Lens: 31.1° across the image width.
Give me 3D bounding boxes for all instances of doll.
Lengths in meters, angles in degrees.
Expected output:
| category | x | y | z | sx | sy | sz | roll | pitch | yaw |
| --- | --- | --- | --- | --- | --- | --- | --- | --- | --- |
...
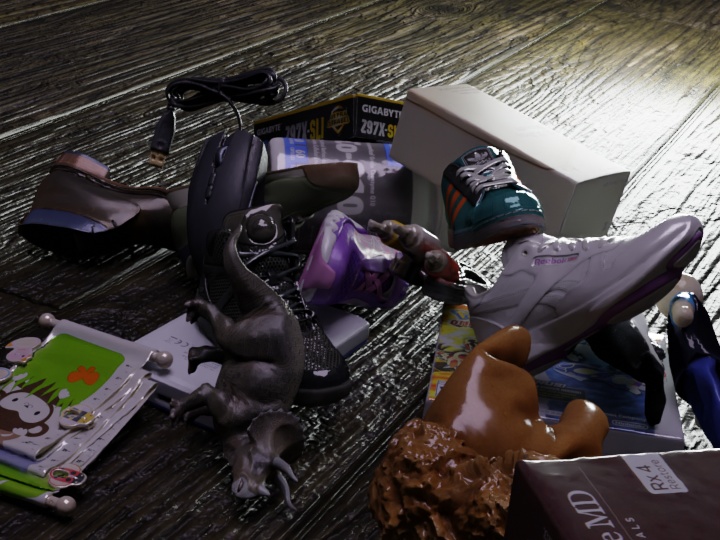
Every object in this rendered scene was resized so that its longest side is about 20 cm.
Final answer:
| category | x | y | z | sx | sy | sz | roll | pitch | yaw |
| --- | --- | --- | --- | --- | --- | --- | --- | --- | --- |
| doll | 0.266 | 0.082 | 1.002 | 0.048 | 0.137 | 0.202 | -17 | 46 | 8 |

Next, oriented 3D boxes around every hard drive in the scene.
| category | x | y | z | sx | sy | sz | roll | pitch | yaw |
| --- | --- | --- | --- | --- | --- | --- | --- | --- | --- |
| hard drive | -0.098 | 0.066 | 1.065 | 0.130 | 0.026 | 0.199 | 19 | 27 | 25 |

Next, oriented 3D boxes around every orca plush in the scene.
| category | x | y | z | sx | sy | sz | roll | pitch | yaw |
| --- | --- | --- | --- | --- | --- | --- | --- | --- | --- |
| orca plush | 0.194 | 0.059 | 1.032 | 0.071 | 0.105 | 0.201 | -35 | 33 | 14 |

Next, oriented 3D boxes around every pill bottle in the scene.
| category | x | y | z | sx | sy | sz | roll | pitch | yaw |
| --- | --- | --- | --- | --- | --- | --- | --- | --- | --- |
| pill bottle | 0.004 | -0.070 | 1.285 | 0.196 | 0.116 | 0.114 | 2 | 24 | -9 |

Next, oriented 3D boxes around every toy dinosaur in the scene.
| category | x | y | z | sx | sy | sz | roll | pitch | yaw |
| --- | --- | --- | --- | --- | --- | --- | --- | --- | --- |
| toy dinosaur | -0.079 | 0.072 | 0.930 | 0.100 | 0.077 | 0.203 | 3 | 68 | 7 |

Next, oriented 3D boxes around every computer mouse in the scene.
| category | x | y | z | sx | sy | sz | roll | pitch | yaw |
| --- | --- | --- | --- | --- | --- | --- | --- | --- | --- |
| computer mouse | -0.141 | -0.081 | 1.129 | 0.139 | 0.204 | 0.046 | 5 | -4 | 32 |

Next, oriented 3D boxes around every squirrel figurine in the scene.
| category | x | y | z | sx | sy | sz | roll | pitch | yaw |
| --- | --- | --- | --- | --- | --- | --- | --- | --- | --- |
| squirrel figurine | 0.111 | 0.152 | 0.804 | 0.186 | 0.143 | 0.199 | 34 | 22 | 22 |

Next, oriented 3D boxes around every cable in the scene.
| category | x | y | z | sx | sy | sz | roll | pitch | yaw |
| --- | --- | --- | --- | --- | --- | --- | --- | --- | --- |
| cable | 0.086 | -0.001 | 1.149 | 0.097 | 0.051 | 0.199 | 34 | 12 | 32 |

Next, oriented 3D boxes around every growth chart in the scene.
| category | x | y | z | sx | sy | sz | roll | pitch | yaw |
| --- | --- | --- | --- | --- | --- | --- | --- | --- | --- |
| growth chart | -0.228 | 0.098 | 0.944 | 0.142 | 0.018 | 0.201 | 10 | 33 | 14 |

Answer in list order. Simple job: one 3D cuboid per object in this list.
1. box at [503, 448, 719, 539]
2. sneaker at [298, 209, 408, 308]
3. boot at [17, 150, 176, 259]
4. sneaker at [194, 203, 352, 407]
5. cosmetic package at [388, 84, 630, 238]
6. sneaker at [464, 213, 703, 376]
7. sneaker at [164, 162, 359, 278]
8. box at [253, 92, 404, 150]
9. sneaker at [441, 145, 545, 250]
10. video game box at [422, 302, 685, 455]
| category | x | y | z | sx | sy | sz | roll | pitch | yaw |
| --- | --- | --- | --- | --- | --- | --- | --- | --- | --- |
| box | 0.185 | 0.203 | 0.656 | 0.197 | 0.167 | 0.166 | -1 | 24 | -15 |
| sneaker | 0.000 | 0.000 | 1.141 | 0.088 | 0.081 | 0.200 | 27 | 7 | 6 |
| boot | -0.228 | -0.034 | 1.237 | 0.198 | 0.075 | 0.097 | 23 | 52 | 13 |
| sneaker | -0.070 | 0.022 | 1.001 | 0.075 | 0.116 | 0.199 | -9 | 31 | -27 |
| cosmetic package | 0.135 | -0.098 | 1.192 | 0.199 | 0.074 | 0.103 | 32 | 28 | 30 |
| sneaker | 0.155 | 0.002 | 0.947 | 0.074 | 0.199 | 0.101 | -1 | 61 | -56 |
| sneaker | -0.085 | -0.040 | 1.161 | 0.197 | 0.091 | 0.067 | -7 | -2 | 27 |
| box | -0.001 | -0.142 | 1.394 | 0.158 | 0.050 | 0.199 | 3 | -4 | -35 |
| sneaker | 0.099 | -0.062 | 1.057 | 0.070 | 0.081 | 0.200 | -11 | 2 | -7 |
| video game box | 0.154 | 0.093 | 1.043 | 0.197 | 0.048 | 0.183 | 8 | 21 | 4 |
